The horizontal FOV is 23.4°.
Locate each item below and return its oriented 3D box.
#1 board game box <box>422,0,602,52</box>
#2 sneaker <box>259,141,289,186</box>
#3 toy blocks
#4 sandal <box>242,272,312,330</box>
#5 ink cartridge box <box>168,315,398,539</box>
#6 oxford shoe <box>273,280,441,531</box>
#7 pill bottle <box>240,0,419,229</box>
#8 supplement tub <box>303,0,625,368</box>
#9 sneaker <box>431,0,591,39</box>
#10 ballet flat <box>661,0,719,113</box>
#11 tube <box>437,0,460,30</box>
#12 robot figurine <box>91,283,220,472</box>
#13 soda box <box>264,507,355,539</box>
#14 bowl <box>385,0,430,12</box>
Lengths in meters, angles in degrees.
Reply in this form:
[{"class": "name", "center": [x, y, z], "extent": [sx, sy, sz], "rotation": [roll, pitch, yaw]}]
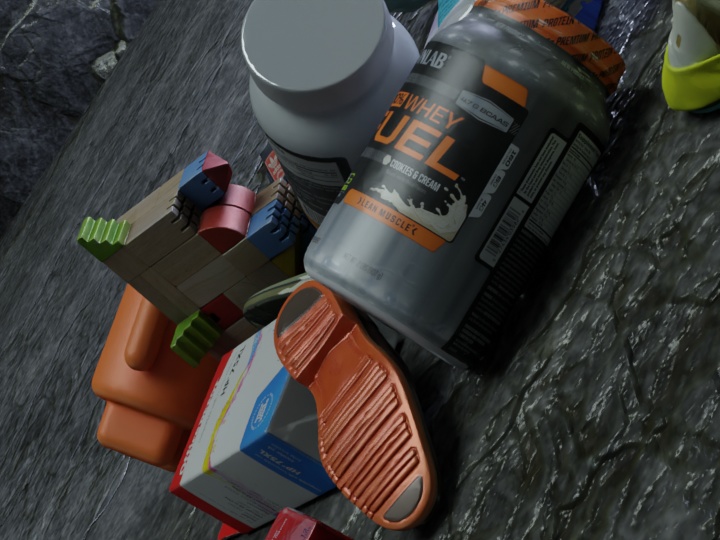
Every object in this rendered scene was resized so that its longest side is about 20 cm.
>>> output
[{"class": "board game box", "center": [0.116, -0.207, 1.248], "extent": [0.199, 0.043, 0.201], "rotation": [-34, 30, 53]}, {"class": "sneaker", "center": [-0.046, -0.063, 1.392], "extent": [0.075, 0.084, 0.201], "rotation": [-46, 22, 36]}, {"class": "toy blocks", "center": [-0.084, -0.008, 1.257], "extent": [0.136, 0.200, 0.100], "rotation": [-34, 27, 30]}, {"class": "sandal", "center": [0.001, 0.000, 1.174], "extent": [0.200, 0.080, 0.058], "rotation": [-32, 35, 38]}, {"class": "ink cartridge box", "center": [-0.063, 0.104, 1.187], "extent": [0.200, 0.067, 0.117], "rotation": [-35, 29, 54]}, {"class": "oxford shoe", "center": [0.014, 0.081, 1.025], "extent": [0.071, 0.073, 0.201], "rotation": [-47, 38, 17]}, {"class": "pill bottle", "center": [-0.008, -0.106, 1.149], "extent": [0.117, 0.116, 0.200], "rotation": [-65, -22, -20]}, {"class": "supplement tub", "center": [0.064, -0.056, 1.008], "extent": [0.201, 0.122, 0.122], "rotation": [-60, 17, -3]}, {"class": "sneaker", "center": [0.108, -0.188, 1.070], "extent": [0.200, 0.087, 0.075], "rotation": [-43, 57, 5]}, {"class": "ballet flat", "center": [0.194, -0.129, 0.858], "extent": [0.067, 0.067, 0.200], "rotation": [-64, 17, -15]}, {"class": "tube", "center": [0.073, -0.149, 1.150], "extent": [0.077, 0.050, 0.202], "rotation": [-29, 54, 50]}, {"class": "robot figurine", "center": [-0.143, 0.056, 1.390], "extent": [0.116, 0.143, 0.202], "rotation": [8, 76, 53]}, {"class": "soda box", "center": [-0.056, 0.235, 0.954], "extent": [0.201, 0.063, 0.070], "rotation": [-62, 17, -9]}, {"class": "bowl", "center": [0.047, -0.291, 1.439], "extent": [0.201, 0.105, 0.201], "rotation": [-42, 12, 11]}]
